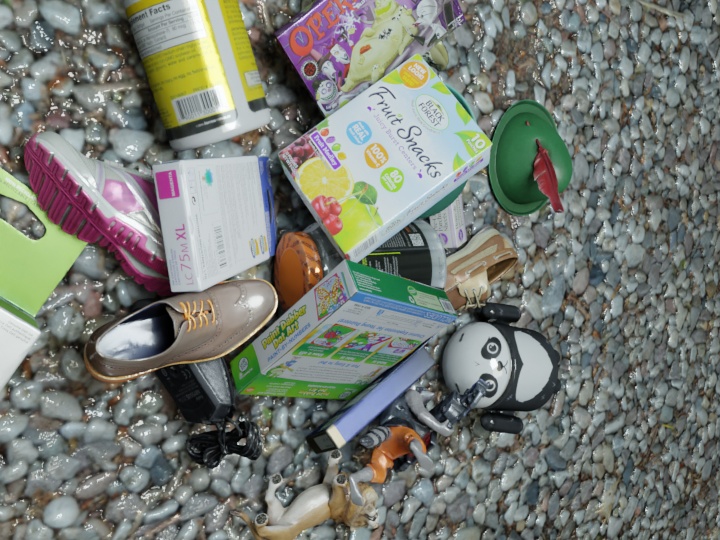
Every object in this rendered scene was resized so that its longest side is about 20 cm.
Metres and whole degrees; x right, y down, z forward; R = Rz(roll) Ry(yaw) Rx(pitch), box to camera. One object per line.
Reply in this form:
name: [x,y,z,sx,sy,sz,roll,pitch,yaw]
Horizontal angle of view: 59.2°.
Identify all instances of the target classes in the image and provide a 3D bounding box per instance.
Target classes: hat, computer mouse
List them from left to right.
computer mouse: [-0.179,0.114,0.692,0.052,0.136,0.204,-36,102,-46]
hat: [0.298,-0.154,0.925,0.163,0.174,0.206,22,84,-33]

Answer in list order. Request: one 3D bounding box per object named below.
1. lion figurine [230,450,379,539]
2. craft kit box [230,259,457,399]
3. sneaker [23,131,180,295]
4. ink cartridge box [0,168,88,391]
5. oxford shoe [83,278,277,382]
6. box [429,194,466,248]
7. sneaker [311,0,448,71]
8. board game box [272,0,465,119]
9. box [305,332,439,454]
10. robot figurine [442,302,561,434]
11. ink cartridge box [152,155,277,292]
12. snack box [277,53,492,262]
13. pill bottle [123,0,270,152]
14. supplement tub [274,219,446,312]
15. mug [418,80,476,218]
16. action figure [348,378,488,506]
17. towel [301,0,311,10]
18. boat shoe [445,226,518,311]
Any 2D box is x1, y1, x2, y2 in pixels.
lion figurine: [-0.066,0.308,0.813,0.194,0.073,0.125,-12,130,-17]
craft kit box: [-0.015,0.080,0.727,0.197,0.049,0.197,-43,146,23]
sneaker: [-0.241,-0.067,0.640,0.200,0.080,0.090,45,45,-27]
ink cartridge box: [-0.355,0.011,0.573,0.147,0.075,0.203,39,76,-30]
oxford shoe: [-0.161,0.054,0.609,0.196,0.073,0.073,-23,86,-29]
box: [0.112,-0.134,0.880,0.038,0.040,0.207,-29,114,-54]
sneaker: [0.016,-0.268,0.759,0.195,0.077,0.091,16,100,-26]
board game box: [0.013,-0.270,0.703,0.198,0.032,0.121,-38,121,1]
box: [0.023,0.159,0.818,0.198,0.121,0.033,-38,85,-24]
robot figurine: [0.213,0.143,0.937,0.195,0.152,0.126,11,126,-34]
ink cartridge box: [-0.145,-0.059,0.679,0.200,0.041,0.124,-35,120,-69]
snack box: [0.026,-0.123,0.701,0.198,0.053,0.144,-35,74,-5]
pill bottle: [-0.170,-0.236,0.643,0.112,0.113,0.206,-24,109,-28]
supplement tub: [0.000,0.000,0.780,0.195,0.121,0.127,-3,98,-33]
mug: [0.053,-0.151,0.795,0.181,0.115,0.156,24,79,9]
action figure: [0.068,0.195,0.828,0.104,0.194,0.201,42,111,-1]
towel: [0.010,-0.305,0.801,0.195,0.034,0.138,1,95,-33]
boat shoe: [0.152,0.016,0.899,0.199,0.071,0.077,-42,151,-21]
